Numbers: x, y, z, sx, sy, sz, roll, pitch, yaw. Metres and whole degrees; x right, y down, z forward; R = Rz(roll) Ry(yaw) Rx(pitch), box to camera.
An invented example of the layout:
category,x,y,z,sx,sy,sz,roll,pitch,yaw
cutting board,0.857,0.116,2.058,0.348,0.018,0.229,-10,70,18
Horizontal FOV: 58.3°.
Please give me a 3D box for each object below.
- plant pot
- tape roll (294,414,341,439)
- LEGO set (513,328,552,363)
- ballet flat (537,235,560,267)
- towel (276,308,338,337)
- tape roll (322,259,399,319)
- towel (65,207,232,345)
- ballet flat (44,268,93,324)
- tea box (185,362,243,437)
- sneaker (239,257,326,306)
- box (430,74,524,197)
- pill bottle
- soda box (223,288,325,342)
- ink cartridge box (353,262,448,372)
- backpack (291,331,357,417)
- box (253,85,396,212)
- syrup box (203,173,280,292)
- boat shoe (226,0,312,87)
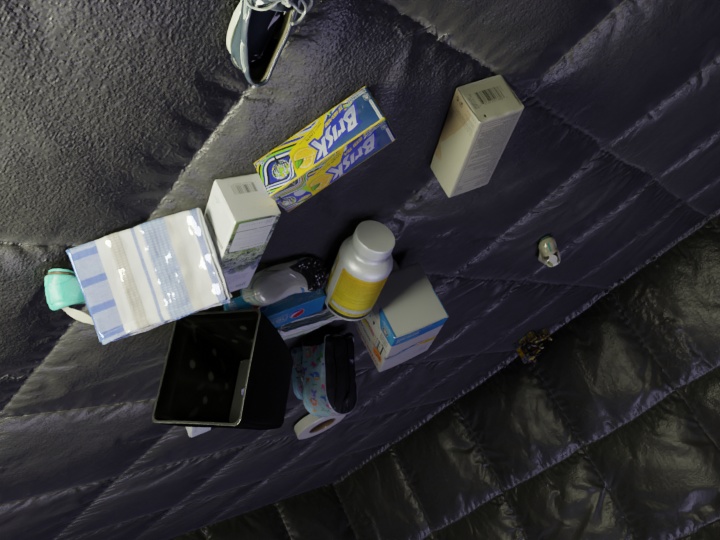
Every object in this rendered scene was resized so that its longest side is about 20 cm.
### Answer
category,x,y,z,sx,sy,sz,roll,pitch,yaw
plant pot,-0.231,0.202,1.191,0.196,0.204,0.177,-5,153,27
tape roll,-0.145,0.542,2.326,0.200,0.037,0.204,-26,157,-11
LEGO set,0.812,0.356,2.991,0.153,0.117,0.198,-41,155,27
ballet flat,0.570,-0.044,1.942,0.069,0.070,0.200,-33,157,11
towel,-0.149,0.128,1.433,0.147,0.031,0.199,-14,172,-30
tape roll,0.001,0.044,1.485,0.200,0.037,0.204,-24,157,-11
towel,-0.297,0.007,0.923,0.197,0.150,0.024,-19,-171,-14
ballet flat,-0.388,0.048,0.977,0.066,0.072,0.199,-6,168,29
tea box,-0.298,0.236,1.399,0.194,0.135,0.201,-19,155,-24
sneaker,-0.144,0.018,1.237,0.072,0.073,0.198,3,-167,42
box,0.193,-0.223,1.102,0.094,0.079,0.201,-20,156,-20
pill bottle,0.000,0.000,1.282,0.110,0.113,0.201,-14,147,-32
soda box,-0.173,0.072,1.299,0.197,0.065,0.068,-19,155,-23
ink cartridge box,0.086,0.111,1.485,0.142,0.149,0.201,-20,156,-20
backpack,-0.086,0.271,1.644,0.148,0.204,0.177,-16,165,26
box,-0.050,-0.173,0.937,0.198,0.065,0.070,-33,157,7
syrup box,-0.197,-0.049,0.994,0.078,0.082,0.201,-15,154,-35
boat shoe,-0.091,-0.282,0.664,0.074,0.063,0.201,-8,149,-37
